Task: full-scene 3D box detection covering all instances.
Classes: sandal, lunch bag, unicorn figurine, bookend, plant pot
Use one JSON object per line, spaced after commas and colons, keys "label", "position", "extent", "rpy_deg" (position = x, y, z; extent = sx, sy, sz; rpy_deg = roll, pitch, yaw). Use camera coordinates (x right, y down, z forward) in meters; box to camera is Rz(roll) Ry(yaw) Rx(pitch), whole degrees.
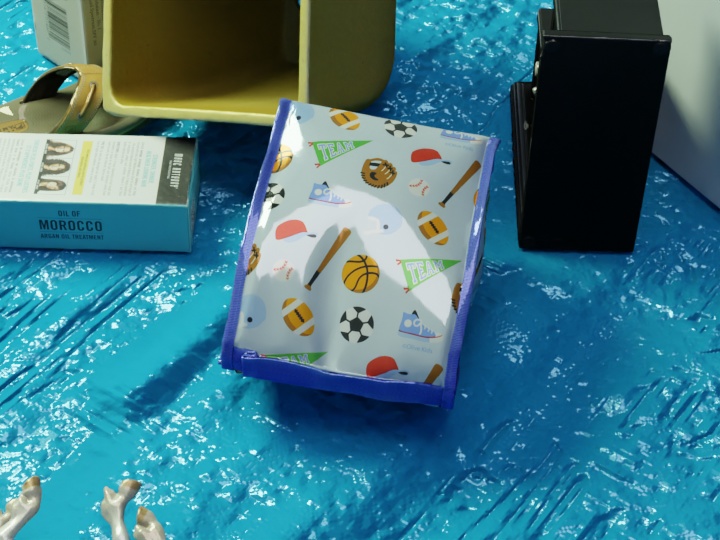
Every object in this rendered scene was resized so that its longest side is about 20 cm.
{"label": "sandal", "position": [-0.243, -0.136, 1.370], "extent": [0.199, 0.054, 0.080], "rpy_deg": [-20, 48, -21]}
{"label": "lunch bag", "position": [0.000, 0.000, 1.183], "extent": [0.168, 0.124, 0.201], "rpy_deg": [8, 54, 4]}
{"label": "unicorn figurine", "position": [-0.162, 0.194, 1.025], "extent": [0.198, 0.074, 0.138], "rpy_deg": [-9, 52, 9]}
{"label": "bookend", "position": [0.171, -0.154, 1.297], "extent": [0.091, 0.201, 0.200], "rpy_deg": [2, 44, 0]}
{"label": "plant pot", "position": [-0.068, -0.218, 1.343], "extent": [0.194, 0.196, 0.200], "rpy_deg": [6, 8, 30]}

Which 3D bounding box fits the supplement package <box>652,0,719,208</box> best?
{"label": "supplement package", "position": [0.339, -0.179, 1.334], "extent": [0.199, 0.192, 0.147], "rpy_deg": [-24, 48, -25]}

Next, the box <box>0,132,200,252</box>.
{"label": "box", "position": [-0.225, -0.061, 1.295], "extent": [0.198, 0.049, 0.083], "rpy_deg": [2, 44, 0]}

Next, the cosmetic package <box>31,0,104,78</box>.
{"label": "cosmetic package", "position": [-0.189, -0.258, 1.465], "extent": [0.073, 0.104, 0.200], "rpy_deg": [33, 53, 27]}
